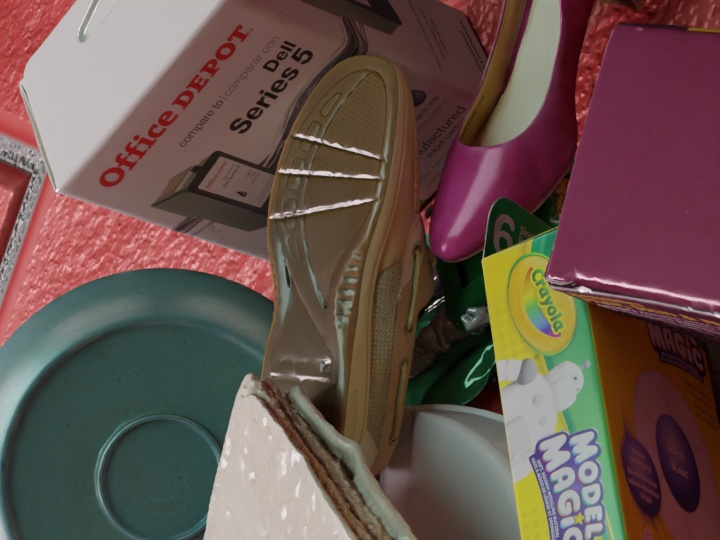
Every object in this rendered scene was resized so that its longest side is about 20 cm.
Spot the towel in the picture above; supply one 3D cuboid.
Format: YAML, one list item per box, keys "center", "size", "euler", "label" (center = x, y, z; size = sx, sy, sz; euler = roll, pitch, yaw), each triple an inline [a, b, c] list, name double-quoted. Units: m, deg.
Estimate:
- center: [-0.015, 0.149, 0.905]
  size: [0.200, 0.034, 0.133]
  euler: [54, 139, 44]
  label: "towel"

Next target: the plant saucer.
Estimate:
- center: [-0.097, 0.100, 1.010]
  size: [0.027, 0.199, 0.201]
  euler: [-148, 77, -82]
  label: "plant saucer"

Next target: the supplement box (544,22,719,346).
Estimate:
- center: [0.187, -0.012, 0.767]
  size: [0.130, 0.199, 0.104]
  euler: [14, 87, 47]
  label: "supplement box"

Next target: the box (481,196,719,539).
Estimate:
- center: [0.102, 0.071, 0.801]
  size: [0.048, 0.117, 0.201]
  euler: [-23, 59, 26]
  label: "box"

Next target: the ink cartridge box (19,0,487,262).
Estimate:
- center: [-0.047, -0.088, 1.043]
  size: [0.146, 0.199, 0.084]
  euler: [-46, 48, 27]
  label: "ink cartridge box"

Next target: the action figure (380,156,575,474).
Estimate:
- center: [0.062, 0.002, 1.009]
  size: [0.200, 0.054, 0.119]
  euler: [-35, 55, 32]
  label: "action figure"

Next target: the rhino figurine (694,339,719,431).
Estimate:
- center: [0.158, 0.007, 0.896]
  size: [0.087, 0.060, 0.201]
  euler: [14, 86, 35]
  label: "rhino figurine"

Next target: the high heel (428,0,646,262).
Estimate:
- center: [0.071, -0.105, 0.961]
  size: [0.201, 0.096, 0.067]
  euler: [-55, 37, -8]
  label: "high heel"

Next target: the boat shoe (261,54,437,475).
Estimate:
- center: [0.000, 0.000, 0.984]
  size: [0.072, 0.065, 0.202]
  euler: [6, 90, 41]
  label: "boat shoe"

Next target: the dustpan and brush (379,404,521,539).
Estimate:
- center: [0.089, 0.135, 0.943]
  size: [0.199, 0.057, 0.141]
  euler: [-1, 85, 54]
  label: "dustpan and brush"
